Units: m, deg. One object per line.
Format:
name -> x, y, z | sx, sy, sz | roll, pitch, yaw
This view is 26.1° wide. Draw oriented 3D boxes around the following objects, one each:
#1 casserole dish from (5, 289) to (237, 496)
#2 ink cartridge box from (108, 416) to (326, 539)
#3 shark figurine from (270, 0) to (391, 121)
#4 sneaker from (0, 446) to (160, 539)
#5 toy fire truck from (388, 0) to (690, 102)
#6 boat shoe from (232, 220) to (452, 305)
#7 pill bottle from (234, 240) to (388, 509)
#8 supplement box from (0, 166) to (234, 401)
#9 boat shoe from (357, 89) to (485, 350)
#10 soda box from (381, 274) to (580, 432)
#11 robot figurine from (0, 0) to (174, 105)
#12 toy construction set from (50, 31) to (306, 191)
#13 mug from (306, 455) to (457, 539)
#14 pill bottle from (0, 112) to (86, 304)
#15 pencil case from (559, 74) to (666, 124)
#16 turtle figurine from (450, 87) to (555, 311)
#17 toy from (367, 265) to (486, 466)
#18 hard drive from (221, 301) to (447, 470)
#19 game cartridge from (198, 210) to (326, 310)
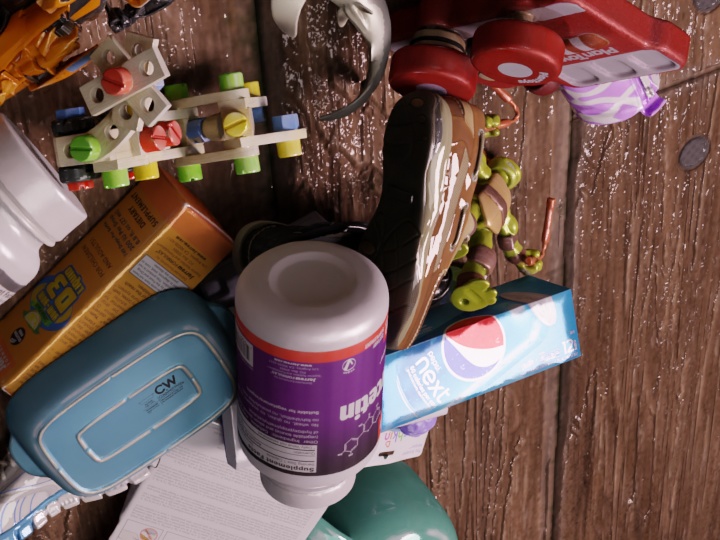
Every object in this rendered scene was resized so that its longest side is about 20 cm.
casserole dish -> -0.173, 0.100, 1.181 | 0.200, 0.039, 0.121 | -35, 129, -6
ink cartridge box -> -0.124, 0.203, 1.350 | 0.162, 0.057, 0.200 | 22, 122, -20
shark figurine -> -0.015, -0.211, 1.130 | 0.128, 0.090, 0.214 | -20, 132, 27
sneaker -> -0.268, 0.159, 1.249 | 0.200, 0.075, 0.087 | -28, 116, -14
toy fire truck -> 0.124, -0.174, 1.170 | 0.168, 0.200, 0.112 | 23, 69, -39
boat shoe -> 0.000, -0.002, 1.234 | 0.199, 0.066, 0.075 | 15, 85, -30
pill bottle -> -0.038, 0.084, 1.172 | 0.112, 0.112, 0.200 | -17, 133, -22
supplement box -> -0.194, 0.019, 1.185 | 0.200, 0.067, 0.069 | -46, 134, 4
boat shoe -> 0.053, -0.035, 1.169 | 0.074, 0.076, 0.200 | -1, 114, -36
soda box -> 0.081, 0.066, 1.289 | 0.200, 0.068, 0.064 | -19, 108, -24
robot figurine -> -0.201, -0.182, 0.999 | 0.200, 0.058, 0.145 | -29, 139, 24
toy construction set -> -0.136, -0.100, 1.078 | 0.200, 0.131, 0.092 | 13, 73, -65
mug -> 0.002, 0.269, 1.459 | 0.185, 0.114, 0.152 | -6, 125, -30
pill bottle -> -0.295, -0.010, 1.066 | 0.200, 0.113, 0.113 | -40, 134, -2
pencil case -> 0.182, -0.202, 1.251 | 0.084, 0.085, 0.200 | -45, 134, -10
turtle figurine -> 0.098, -0.056, 1.290 | 0.161, 0.064, 0.200 | -61, 140, -44
toy -> 0.062, 0.093, 1.389 | 0.115, 0.047, 0.200 | -3, 114, -49
hard drive -> -0.022, 0.078, 1.291 | 0.200, 0.025, 0.132 | -12, 106, -26
game cartridge -> -0.050, 0.046, 1.319 | 0.133, 0.041, 0.200 | -27, 133, -9
